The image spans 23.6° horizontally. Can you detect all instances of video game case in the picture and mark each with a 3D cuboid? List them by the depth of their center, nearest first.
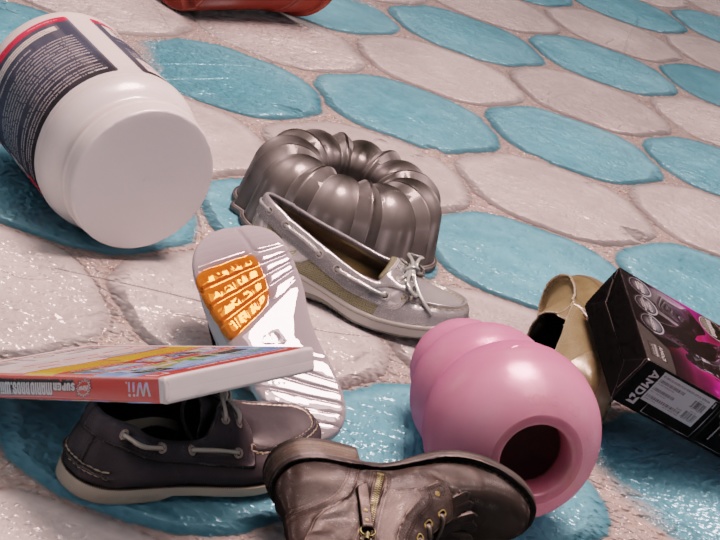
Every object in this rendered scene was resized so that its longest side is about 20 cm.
[{"bbox_3d":[-0.150,0.064,1.093,0.200,0.017,0.143,-2,4,36],"label":"video game case"}]

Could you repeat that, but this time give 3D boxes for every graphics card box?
[{"bbox_3d":[0.277,0.090,1.376,0.200,0.051,0.126,28,29,-21],"label":"graphics card box"}]

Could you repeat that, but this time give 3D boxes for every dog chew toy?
[{"bbox_3d":[0.091,0.094,1.226,0.124,0.125,0.200,11,15,-19],"label":"dog chew toy"}]

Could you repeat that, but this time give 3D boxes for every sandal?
[{"bbox_3d":[-0.073,0.056,1.267,0.079,0.059,0.207,-9,53,-20],"label":"sandal"}]

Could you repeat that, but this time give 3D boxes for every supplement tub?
[{"bbox_3d":[-0.220,-0.118,1.431,0.140,0.141,0.200,3,27,-35],"label":"supplement tub"}]

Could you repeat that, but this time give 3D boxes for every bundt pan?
[{"bbox_3d":[-0.013,-0.069,1.572,0.202,0.076,0.202,17,23,-7],"label":"bundt pan"}]

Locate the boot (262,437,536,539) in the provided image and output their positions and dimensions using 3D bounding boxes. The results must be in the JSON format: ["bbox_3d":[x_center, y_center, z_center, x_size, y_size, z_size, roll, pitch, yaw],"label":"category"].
[{"bbox_3d":[0.028,0.183,1.046,0.200,0.069,0.174,8,29,-15],"label":"boot"}]

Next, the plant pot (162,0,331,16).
[{"bbox_3d":[-0.152,-0.401,2.110,0.195,0.201,0.201,-16,40,-42],"label":"plant pot"}]

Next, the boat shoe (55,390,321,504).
[{"bbox_3d":[-0.099,0.103,1.109,0.200,0.063,0.073,-4,32,-41],"label":"boat shoe"}]

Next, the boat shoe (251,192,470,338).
[{"bbox_3d":[0.000,-0.001,1.434,0.202,0.065,0.074,23,22,10],"label":"boat shoe"}]

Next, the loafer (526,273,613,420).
[{"bbox_3d":[0.170,0.053,1.431,0.067,0.076,0.200,21,21,-11],"label":"loafer"}]
